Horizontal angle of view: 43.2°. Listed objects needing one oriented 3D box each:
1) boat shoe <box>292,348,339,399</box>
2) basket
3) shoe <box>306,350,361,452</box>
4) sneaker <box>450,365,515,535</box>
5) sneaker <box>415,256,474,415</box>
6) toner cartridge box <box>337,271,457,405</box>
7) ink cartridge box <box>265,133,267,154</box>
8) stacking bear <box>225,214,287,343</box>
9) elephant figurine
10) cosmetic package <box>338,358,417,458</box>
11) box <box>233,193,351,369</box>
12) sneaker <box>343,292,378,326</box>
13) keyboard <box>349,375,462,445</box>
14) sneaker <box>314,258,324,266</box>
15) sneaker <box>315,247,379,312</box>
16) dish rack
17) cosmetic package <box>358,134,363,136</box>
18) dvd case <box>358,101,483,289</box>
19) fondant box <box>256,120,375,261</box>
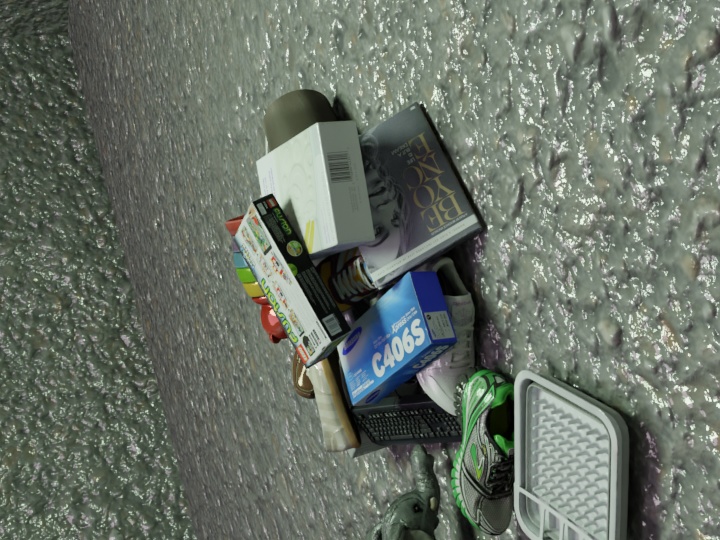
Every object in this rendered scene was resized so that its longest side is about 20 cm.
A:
[{"bbox_3d":[-0.063,0.093,1.392,0.072,0.074,0.204,70,-149,-65],"label":"boat shoe"},{"bbox_3d":[-0.069,-0.159,1.362,0.182,0.133,0.203,94,158,-59],"label":"basket"},{"bbox_3d":[-0.052,0.167,1.313,0.070,0.052,0.204,-37,-71,-80],"label":"shoe"},{"bbox_3d":[0.156,0.222,1.085,0.085,0.076,0.205,15,113,62],"label":"sneaker"},{"bbox_3d":[0.107,0.080,1.136,0.099,0.073,0.205,-34,69,64],"label":"sneaker"},{"bbox_3d":[0.040,0.089,1.151,0.200,0.042,0.097,-46,52,48],"label":"toner cartridge box"},{"bbox_3d":[-0.123,-0.133,1.518,0.117,0.066,0.205,-121,28,-77],"label":"ink cartridge box"},{"bbox_3d":[-0.136,0.008,1.426,0.112,0.121,0.205,-9,100,34],"label":"stacking bear"},{"bbox_3d":[0.068,0.371,1.219,0.141,0.155,0.202,-36,88,27],"label":"elephant figurine"},{"bbox_3d":[0.017,0.178,1.366,0.108,0.088,0.202,60,147,33],"label":"cosmetic package"},{"bbox_3d":[-0.091,0.015,1.160,0.202,0.034,0.110,60,151,10],"label":"box"},{"bbox_3d":[-0.028,0.038,1.321,0.075,0.081,0.201,56,-162,-16],"label":"sneaker"},{"bbox_3d":[0.056,0.187,1.235,0.198,0.021,0.129,-15,110,46],"label":"keyboard"},{"bbox_3d":[-0.064,0.043,1.490,0.077,0.079,0.203,105,150,-50],"label":"sneaker"},{"bbox_3d":[0.000,0.000,1.174,0.075,0.199,0.090,52,-172,-8],"label":"sneaker"},{"bbox_3d":[0.228,0.216,0.967,0.171,0.043,0.205,-152,55,-61],"label":"dish rack"},{"bbox_3d":[0.024,-0.085,1.244,0.050,0.081,0.205,14,112,62],"label":"cosmetic package"},{"bbox_3d":[0.047,-0.096,1.135,0.203,0.147,0.016,66,-169,26],"label":"dvd case"},{"bbox_3d":[-0.062,-0.092,1.157,0.199,0.057,0.148,-16,83,62],"label":"fondant box"}]
